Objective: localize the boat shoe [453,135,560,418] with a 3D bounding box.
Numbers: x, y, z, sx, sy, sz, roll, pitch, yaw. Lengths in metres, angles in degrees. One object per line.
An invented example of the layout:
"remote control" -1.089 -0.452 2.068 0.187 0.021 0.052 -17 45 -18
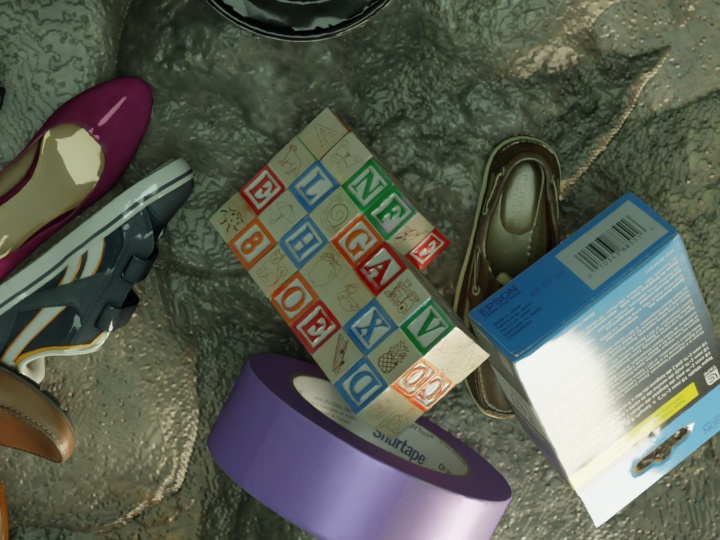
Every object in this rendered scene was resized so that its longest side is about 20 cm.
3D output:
"boat shoe" 0.104 0.009 1.348 0.075 0.075 0.203 0 100 -2

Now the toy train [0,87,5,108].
"toy train" -0.344 -0.138 1.324 0.200 0.046 0.034 13 99 -4

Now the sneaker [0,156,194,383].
"sneaker" -0.180 0.004 1.339 0.200 0.078 0.079 -37 94 16

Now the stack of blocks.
"stack of blocks" 0.000 0.000 1.292 0.115 0.059 0.200 -42 56 6

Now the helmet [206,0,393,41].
"helmet" -0.032 -0.253 1.243 0.200 0.191 0.200 6 64 -13

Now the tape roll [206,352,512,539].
"tape roll" 0.000 0.131 1.302 0.200 0.200 0.066 27 97 -6

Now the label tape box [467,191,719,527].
"label tape box" 0.173 0.065 1.340 0.144 0.063 0.200 -37 135 -8

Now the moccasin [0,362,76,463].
"moccasin" -0.293 0.093 1.329 0.201 0.074 0.078 21 55 3

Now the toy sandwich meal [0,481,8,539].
"toy sandwich meal" -0.352 0.192 1.367 0.205 0.070 0.205 0 99 -2

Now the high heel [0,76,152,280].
"high heel" -0.216 -0.053 1.317 0.067 0.096 0.200 41 96 -8
